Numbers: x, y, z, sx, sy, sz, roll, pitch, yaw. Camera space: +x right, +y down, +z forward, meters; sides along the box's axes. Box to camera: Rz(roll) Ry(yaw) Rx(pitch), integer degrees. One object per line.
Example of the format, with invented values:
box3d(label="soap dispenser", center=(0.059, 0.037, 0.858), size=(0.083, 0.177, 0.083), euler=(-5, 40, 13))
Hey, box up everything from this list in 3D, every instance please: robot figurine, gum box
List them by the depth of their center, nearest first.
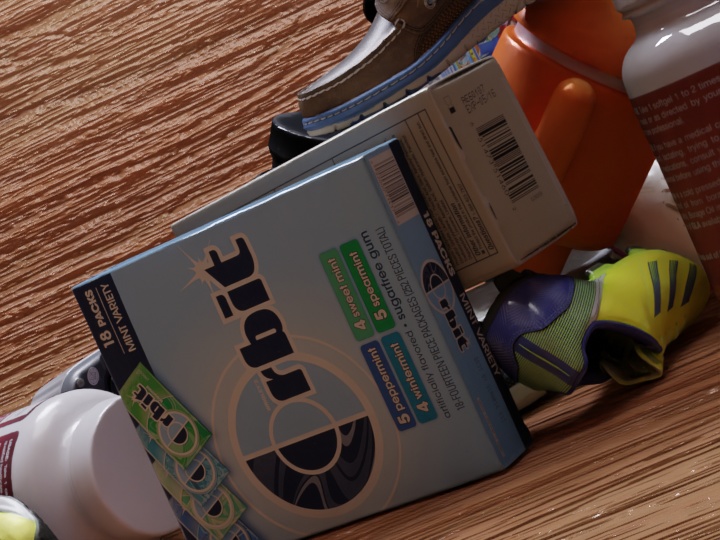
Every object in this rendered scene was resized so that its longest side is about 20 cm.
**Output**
box3d(label="gum box", center=(-0.034, 0.048, 1.067), size=(0.199, 0.171, 0.045), euler=(-22, 5, 32))
box3d(label="robot figurine", center=(0.124, -0.093, 1.219), size=(0.143, 0.201, 0.117), euler=(4, 26, -46))

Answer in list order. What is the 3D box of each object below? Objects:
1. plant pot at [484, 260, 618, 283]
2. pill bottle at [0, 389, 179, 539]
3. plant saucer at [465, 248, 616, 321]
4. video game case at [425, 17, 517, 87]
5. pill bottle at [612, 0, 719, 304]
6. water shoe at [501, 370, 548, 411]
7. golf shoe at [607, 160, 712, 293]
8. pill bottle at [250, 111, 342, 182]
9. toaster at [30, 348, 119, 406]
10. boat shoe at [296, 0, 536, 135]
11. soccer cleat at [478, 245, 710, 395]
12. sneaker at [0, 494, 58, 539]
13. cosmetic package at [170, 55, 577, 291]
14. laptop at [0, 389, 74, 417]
box3d(label="plant pot", center=(0.131, -0.095, 1.496), size=(0.200, 0.161, 0.201), euler=(-31, -25, -16))
box3d(label="pill bottle", center=(-0.188, 0.138, 1.269), size=(0.199, 0.114, 0.113), euler=(-21, 5, 45))
box3d(label="plant saucer", center=(0.082, 0.043, 1.327), size=(0.199, 0.050, 0.200), euler=(-25, 3, 1))
box3d(label="video game case", center=(0.092, -0.093, 1.391), size=(0.018, 0.144, 0.200), euler=(1, -33, -42))
box3d(label="pill bottle", center=(0.209, -0.084, 1.110), size=(0.112, 0.201, 0.112), euler=(-24, 4, 2))
box3d(label="water shoe", center=(0.030, 0.062, 1.158), size=(0.199, 0.079, 0.071), euler=(-26, 4, -21))
box3d(label="golf shoe", center=(0.193, -0.049, 1.293), size=(0.092, 0.075, 0.200), euler=(-60, 15, 18))
box3d(label="pill bottle", center=(-0.037, -0.010, 1.526), size=(0.111, 0.201, 0.112), euler=(8, 17, -2))
box3d(label="toaster", center=(-0.168, 0.104, 1.637), size=(0.199, 0.114, 0.129), euler=(-29, 3, -32))
box3d(label="boat shoe", center=(0.036, -0.153, 1.151), size=(0.200, 0.073, 0.072), euler=(-38, 12, -11))
box3d(label="soccer cleat", center=(0.139, 0.034, 1.102), size=(0.200, 0.084, 0.065), euler=(-7, -51, -52))
box3d(label="sneaker", center=(-0.242, 0.197, 1.183), size=(0.199, 0.078, 0.090), euler=(-29, 8, 38))
box3d(label="cosmetic package", center=(0.004, -0.024, 1.102), size=(0.199, 0.104, 0.073), euler=(-24, 4, 40))
box3d(label="laptop", center=(-0.135, 0.106, 1.416), size=(0.177, 0.199, 0.104), euler=(-22, 41, 55))
